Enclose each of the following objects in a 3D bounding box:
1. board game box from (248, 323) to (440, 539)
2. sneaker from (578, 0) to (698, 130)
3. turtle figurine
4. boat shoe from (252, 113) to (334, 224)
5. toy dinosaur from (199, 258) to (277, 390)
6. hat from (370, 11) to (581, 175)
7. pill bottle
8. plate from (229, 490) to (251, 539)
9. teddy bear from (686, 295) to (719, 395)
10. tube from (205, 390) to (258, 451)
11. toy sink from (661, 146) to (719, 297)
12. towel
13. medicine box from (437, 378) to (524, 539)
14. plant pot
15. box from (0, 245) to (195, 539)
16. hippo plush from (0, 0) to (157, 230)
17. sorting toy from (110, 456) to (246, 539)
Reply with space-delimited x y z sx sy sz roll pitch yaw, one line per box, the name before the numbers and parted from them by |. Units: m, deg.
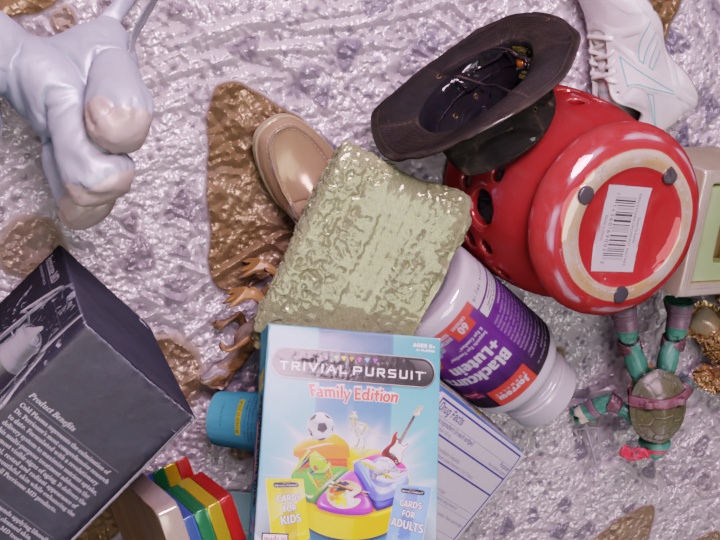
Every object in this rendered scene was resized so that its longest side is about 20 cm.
board game box | -0.013 0.152 0.862 0.150 0.047 0.201 5 75 -12
sneaker | 0.257 -0.207 1.014 0.080 0.070 0.200 -43 119 -2
turtle figurine | 0.318 0.132 1.148 0.149 0.101 0.201 -7 105 -21
boat shoe | -0.027 -0.055 0.949 0.071 0.065 0.200 -38 118 -6
toy dinosaur | -0.071 0.039 0.968 0.199 0.061 0.106 -28 123 12
hat | 0.111 -0.139 0.913 0.200 0.201 0.081 -37 123 -7
pill bottle | 0.123 0.071 1.030 0.200 0.111 0.112 39 90 -29
plate | -0.143 0.319 1.055 0.199 0.026 0.201 -7 110 -20
teddy bear | 0.449 0.094 1.212 0.199 0.067 0.146 33 84 -22
tube | -0.042 0.142 0.942 0.050 0.199 0.078 32 62 -66
toy sink | 0.380 -0.053 1.082 0.199 0.112 0.131 -2 110 -30
towel | 0.000 0.000 0.914 0.148 0.036 0.201 22 99 -16
medicine box | 0.033 0.199 1.016 0.200 0.103 0.182 -51 137 -1
plant pot | 0.205 -0.064 0.980 0.199 0.182 0.202 -9 112 -22
box | -0.259 0.113 0.833 0.197 0.200 0.124 -44 118 -4
hippo plush | -0.247 -0.137 0.774 0.160 0.159 0.201 11 104 -26
sorting toy | -0.150 0.257 0.920 0.069 0.198 0.201 -23 107 -25
